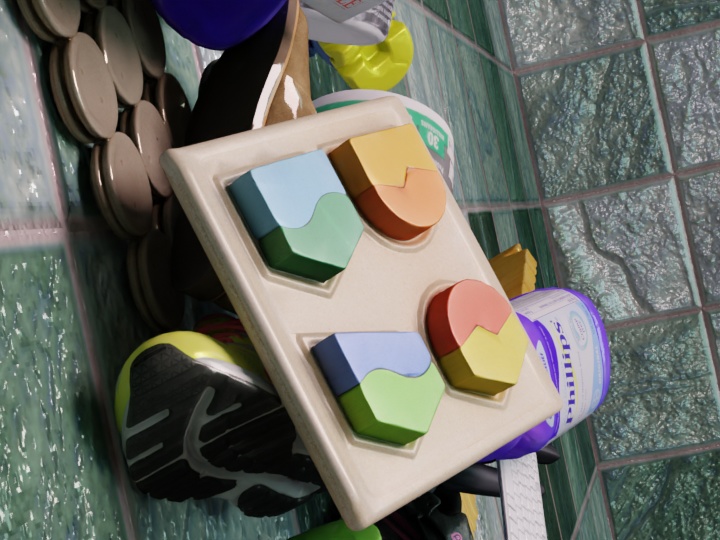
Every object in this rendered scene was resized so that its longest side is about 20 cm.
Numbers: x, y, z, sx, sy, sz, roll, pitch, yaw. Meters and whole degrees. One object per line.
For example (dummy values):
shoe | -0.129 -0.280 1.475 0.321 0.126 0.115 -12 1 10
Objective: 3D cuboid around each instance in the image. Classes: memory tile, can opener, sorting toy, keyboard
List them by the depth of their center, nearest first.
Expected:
sorting toy | 0.013 0.007 0.726 0.200 0.036 0.185 -20 80 -54
memory tile | -0.115 -0.081 0.755 0.153 0.017 0.200 -75 150 -65
keyboard | 0.098 0.155 0.921 0.056 0.011 0.200 53 24 -41
can opener | 0.072 0.124 1.020 0.079 0.063 0.200 36 5 36

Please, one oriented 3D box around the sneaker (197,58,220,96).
sneaker | -0.034 -0.028 0.856 0.075 0.079 0.200 125 -56 -77

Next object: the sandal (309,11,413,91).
sandal | -0.041 -0.216 1.123 0.087 0.079 0.200 31 -25 53

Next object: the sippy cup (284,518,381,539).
sippy cup | 0.017 0.203 0.808 0.178 0.130 0.140 35 43 -71

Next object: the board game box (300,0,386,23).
board game box | -0.065 -0.231 0.702 0.200 0.041 0.200 15 53 -66

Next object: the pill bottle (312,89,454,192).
pill bottle | 0.000 0.000 0.944 0.113 0.113 0.200 59 29 -56

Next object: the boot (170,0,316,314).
boot | -0.044 -0.057 0.789 0.075 0.074 0.200 28 49 -28

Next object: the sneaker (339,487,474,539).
sneaker | 0.030 0.181 0.984 0.200 0.084 0.077 -72 154 -66

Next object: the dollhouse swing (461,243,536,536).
dollhouse swing | 0.103 0.117 1.226 0.176 0.182 0.200 55 16 -9

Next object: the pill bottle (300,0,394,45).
pill bottle | -0.015 -0.257 1.016 0.106 0.106 0.201 15 86 -76

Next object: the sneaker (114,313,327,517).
sneaker | -0.068 0.057 0.729 0.200 0.078 0.090 52 14 -67

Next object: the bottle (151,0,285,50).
bottle | -0.080 -0.193 0.856 0.065 0.084 0.200 38 18 -26

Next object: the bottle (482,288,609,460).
bottle | 0.083 0.063 0.879 0.200 0.065 0.084 -16 97 -62
